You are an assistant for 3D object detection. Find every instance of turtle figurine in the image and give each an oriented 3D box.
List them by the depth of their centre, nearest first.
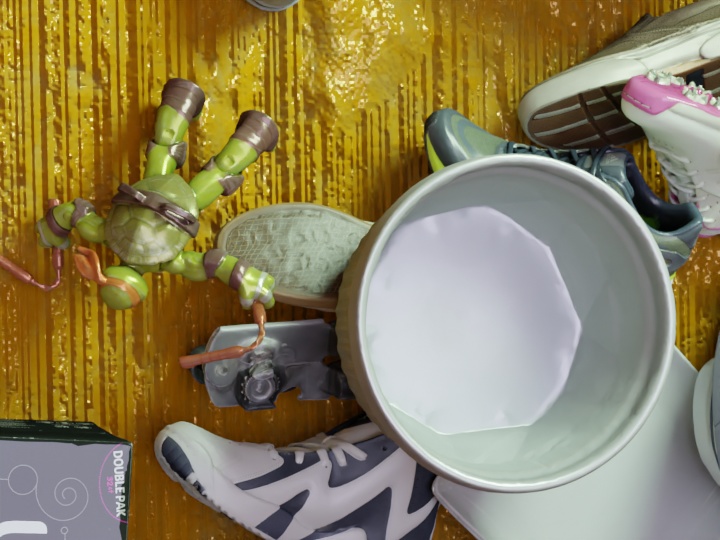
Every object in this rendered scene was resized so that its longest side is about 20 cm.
[{"bbox_3d":[-0.128,-0.038,1.416,0.200,0.064,0.162,17,65,20],"label":"turtle figurine"}]

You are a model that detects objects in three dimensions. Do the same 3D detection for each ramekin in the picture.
[{"bbox_3d":[0.079,0.032,1.410,0.200,0.105,0.201,0,88,-16],"label":"ramekin"}]

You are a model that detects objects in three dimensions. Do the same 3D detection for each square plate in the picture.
[{"bbox_3d":[0.158,0.133,1.535,0.198,0.028,0.200,47,66,-18],"label":"square plate"}]

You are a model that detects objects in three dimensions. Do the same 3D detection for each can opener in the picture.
[{"bbox_3d":[-0.009,0.050,1.478,0.200,0.067,0.053,-4,108,-20],"label":"can opener"}]

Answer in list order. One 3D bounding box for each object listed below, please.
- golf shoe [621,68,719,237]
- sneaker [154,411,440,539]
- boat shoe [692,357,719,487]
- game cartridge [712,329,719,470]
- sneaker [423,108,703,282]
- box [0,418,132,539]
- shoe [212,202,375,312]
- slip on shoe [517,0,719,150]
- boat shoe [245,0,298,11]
[{"bbox_3d":[0.228,-0.067,1.515,0.200,0.075,0.092,21,102,-46],"label":"golf shoe"},{"bbox_3d":[-0.024,0.116,1.471,0.199,0.079,0.130,33,81,-16],"label":"sneaker"},{"bbox_3d":[0.282,0.149,1.549,0.071,0.070,0.200,-21,98,-31],"label":"boat shoe"},{"bbox_3d":[0.292,0.082,1.532,0.133,0.042,0.200,35,44,-19],"label":"game cartridge"},{"bbox_3d":[0.131,-0.055,1.495,0.200,0.074,0.081,28,126,-15],"label":"sneaker"},{"bbox_3d":[-0.223,0.192,1.389,0.148,0.124,0.201,3,91,-17],"label":"box"},{"bbox_3d":[0.000,0.000,1.481,0.200,0.053,0.070,4,65,-19],"label":"shoe"},{"bbox_3d":[0.193,-0.137,1.539,0.200,0.076,0.061,-20,57,-6],"label":"slip on shoe"},{"bbox_3d":[-0.058,-0.262,1.445,0.073,0.067,0.200,-16,98,-16],"label":"boat shoe"}]
